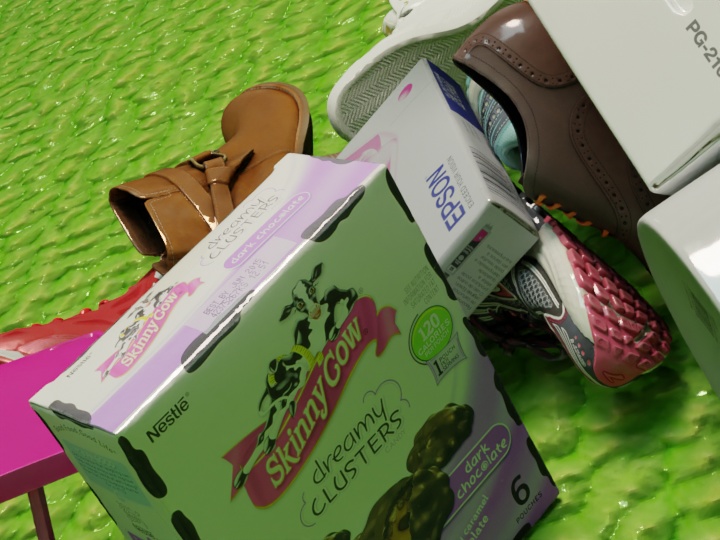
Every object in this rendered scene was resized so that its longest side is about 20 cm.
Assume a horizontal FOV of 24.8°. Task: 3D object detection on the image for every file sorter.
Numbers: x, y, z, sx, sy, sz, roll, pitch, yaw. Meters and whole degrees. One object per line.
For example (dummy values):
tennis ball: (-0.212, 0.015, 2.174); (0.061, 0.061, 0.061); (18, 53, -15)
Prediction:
file sorter: (-0.173, 0.130, 0.789); (0.199, 0.127, 0.138); (-20, 21, -30)

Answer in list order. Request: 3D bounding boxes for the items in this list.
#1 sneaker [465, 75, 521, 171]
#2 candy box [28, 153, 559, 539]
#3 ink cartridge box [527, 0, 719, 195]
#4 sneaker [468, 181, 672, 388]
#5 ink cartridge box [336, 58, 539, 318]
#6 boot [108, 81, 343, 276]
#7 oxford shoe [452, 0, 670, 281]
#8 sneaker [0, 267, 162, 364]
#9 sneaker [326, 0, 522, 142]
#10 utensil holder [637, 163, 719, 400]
sneaker: (0.157, -0.075, 0.887); (0.198, 0.078, 0.087); (2, 44, -6)
candy box: (-0.020, 0.079, 0.716); (0.071, 0.201, 0.168); (11, 49, 49)
ink cartridge box: (0.174, -0.110, 0.765); (0.084, 0.199, 0.146); (-43, 64, 29)
sneaker: (0.094, 0.015, 0.852); (0.075, 0.080, 0.200); (-50, 25, 6)
ink cartridge box: (0.000, 0.000, 0.903); (0.200, 0.043, 0.197); (-48, 25, 15)
boot: (-0.094, -0.057, 1.083); (0.154, 0.077, 0.200); (-16, 37, -23)
oxford shoe: (0.118, -0.041, 0.807); (0.072, 0.201, 0.071); (-32, -6, -3)
sneaker: (-0.175, 0.054, 1.040); (0.198, 0.079, 0.116); (1, 31, 24)
sneaker: (0.038, -0.150, 1.155); (0.199, 0.074, 0.115); (-32, 26, -24)
utensil holder: (0.235, -0.003, 0.655); (0.199, 0.171, 0.170); (-32, 29, 2)
